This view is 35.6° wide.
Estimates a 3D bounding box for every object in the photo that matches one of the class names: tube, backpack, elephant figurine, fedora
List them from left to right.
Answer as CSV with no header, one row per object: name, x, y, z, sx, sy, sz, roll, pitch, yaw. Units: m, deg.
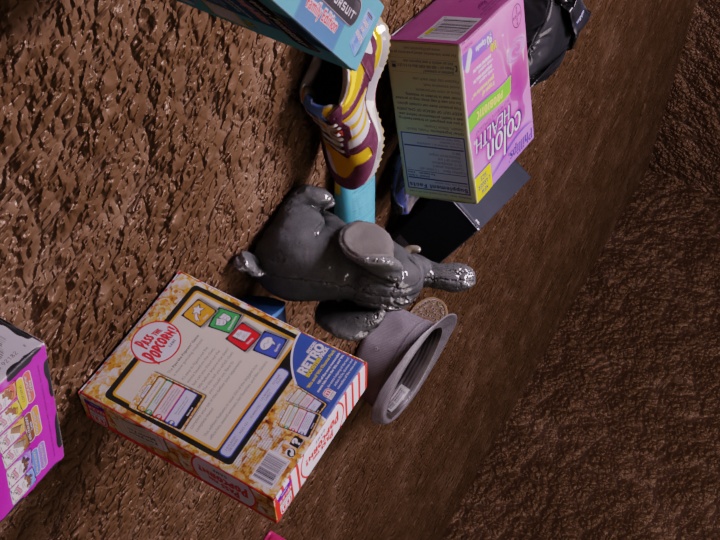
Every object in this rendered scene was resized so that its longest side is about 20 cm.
tube,-0.007,-0.077,1.310,0.077,0.050,0.200,-54,155,-43
elephant figurine,0.000,0.000,1.167,0.155,0.200,0.142,-59,162,-19
fedora,0.051,0.126,1.659,0.200,0.090,0.177,-63,162,15
backpack,0.225,-0.327,1.508,0.167,0.126,0.200,-61,167,26

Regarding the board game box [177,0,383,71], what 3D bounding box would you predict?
board game box,-0.101,-0.186,0.635,0.047,0.200,0.151,-66,163,2

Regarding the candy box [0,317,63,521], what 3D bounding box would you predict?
candy box,-0.292,0.141,0.749,0.200,0.061,0.137,-50,157,-41

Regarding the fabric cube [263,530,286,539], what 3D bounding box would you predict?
fabric cube,-0.099,0.533,1.590,0.196,0.199,0.200,-49,156,-40

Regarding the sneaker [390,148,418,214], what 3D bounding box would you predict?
sneaker,0.100,-0.148,1.458,0.200,0.078,0.075,-56,159,-27

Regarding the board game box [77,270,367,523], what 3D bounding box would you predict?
board game box,-0.117,0.103,0.972,0.152,0.200,0.046,-54,160,-30

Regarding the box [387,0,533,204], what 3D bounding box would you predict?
box,0.123,-0.211,1.325,0.176,0.097,0.200,-47,138,-44

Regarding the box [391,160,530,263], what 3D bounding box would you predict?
box,0.136,-0.083,1.566,0.141,0.079,0.200,-40,-179,38

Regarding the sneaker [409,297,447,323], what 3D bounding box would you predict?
sneaker,0.074,0.140,1.806,0.200,0.067,0.090,-63,180,-29

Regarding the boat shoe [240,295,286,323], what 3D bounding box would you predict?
boat shoe,-0.122,0.081,1.116,0.200,0.084,0.069,-24,124,-61

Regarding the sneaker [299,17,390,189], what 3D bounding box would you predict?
sneaker,-0.025,-0.159,1.117,0.090,0.075,0.200,-37,142,-41
